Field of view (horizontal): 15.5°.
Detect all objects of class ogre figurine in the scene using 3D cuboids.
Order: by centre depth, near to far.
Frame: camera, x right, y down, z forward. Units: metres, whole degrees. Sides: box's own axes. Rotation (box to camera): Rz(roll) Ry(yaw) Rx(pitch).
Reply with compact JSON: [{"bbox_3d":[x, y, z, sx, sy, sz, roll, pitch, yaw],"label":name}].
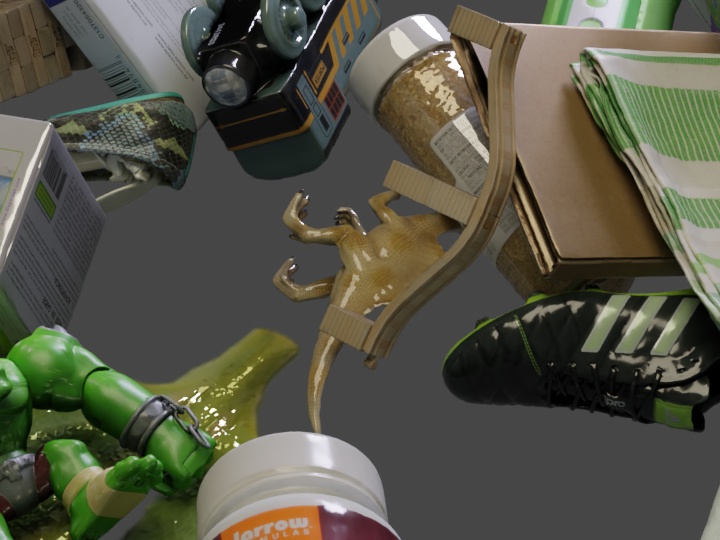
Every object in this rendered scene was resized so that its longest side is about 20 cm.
[{"bbox_3d":[-0.189,0.101,1.393,0.200,0.098,0.120,-36,65,-9],"label":"ogre figurine"}]

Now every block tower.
[{"bbox_3d":[-0.202,-0.145,1.643,0.054,0.058,0.200,-2,20,40],"label":"block tower"}]

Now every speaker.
[{"bbox_3d":[0.145,-0.129,1.607,0.088,0.089,0.201,5,43,13],"label":"speaker"}]

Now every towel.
[{"bbox_3d":[0.214,-0.044,1.460,0.152,0.023,0.201,-1,51,-35],"label":"towel"}]

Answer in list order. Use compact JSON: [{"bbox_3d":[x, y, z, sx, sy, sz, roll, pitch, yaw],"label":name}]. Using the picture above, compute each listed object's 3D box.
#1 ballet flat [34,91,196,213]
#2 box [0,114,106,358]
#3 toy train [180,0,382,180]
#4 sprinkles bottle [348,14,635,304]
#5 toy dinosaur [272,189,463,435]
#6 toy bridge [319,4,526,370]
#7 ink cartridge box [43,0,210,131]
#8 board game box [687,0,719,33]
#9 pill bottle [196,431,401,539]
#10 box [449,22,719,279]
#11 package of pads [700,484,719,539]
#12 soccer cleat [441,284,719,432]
[{"bbox_3d":[-0.196,-0.060,1.592,0.199,0.075,0.075,-10,41,9],"label":"ballet flat"},{"bbox_3d":[-0.263,-0.028,1.511,0.199,0.113,0.102,10,65,17],"label":"box"},{"bbox_3d":[-0.043,-0.147,1.634,0.085,0.114,0.200,-13,33,28],"label":"toy train"},{"bbox_3d":[0.074,-0.056,1.506,0.068,0.068,0.200,-27,63,-22],"label":"sprinkles bottle"},{"bbox_3d":[0.000,0.000,1.503,0.101,0.058,0.200,23,49,28],"label":"toy dinosaur"},{"bbox_3d":[0.044,-0.039,1.430,0.067,0.027,0.201,25,94,34],"label":"toy bridge"},{"bbox_3d":[-0.125,-0.210,1.665,0.043,0.197,0.200,-19,25,43],"label":"ink cartridge box"},{"bbox_3d":[0.310,-0.213,1.666,0.199,0.103,0.105,-14,43,-9],"label":"board game box"},{"bbox_3d":[-0.026,0.180,1.260,0.113,0.115,0.201,-8,42,-1],"label":"pill bottle"},{"bbox_3d":[0.159,-0.069,1.489,0.199,0.021,0.164,-1,56,-32],"label":"box"},{"bbox_3d":[0.253,0.171,1.270,0.199,0.068,0.155,12,46,18],"label":"package of pads"},{"bbox_3d":[0.144,0.051,1.425,0.198,0.068,0.081,-9,51,-4],"label":"soccer cleat"}]
